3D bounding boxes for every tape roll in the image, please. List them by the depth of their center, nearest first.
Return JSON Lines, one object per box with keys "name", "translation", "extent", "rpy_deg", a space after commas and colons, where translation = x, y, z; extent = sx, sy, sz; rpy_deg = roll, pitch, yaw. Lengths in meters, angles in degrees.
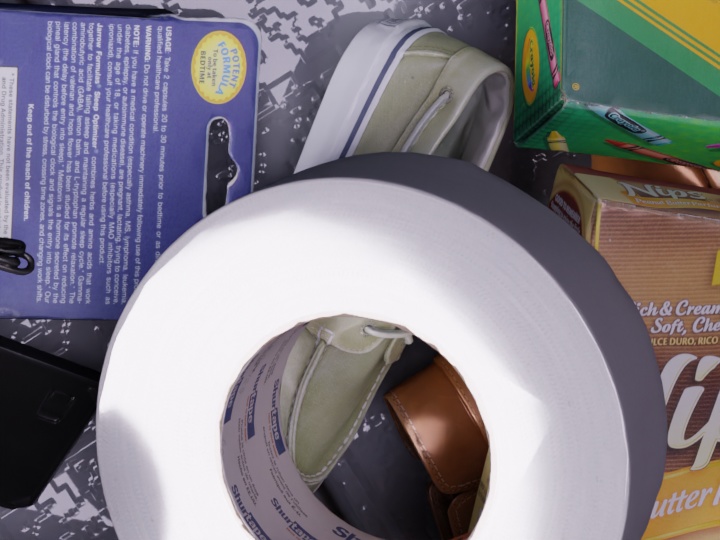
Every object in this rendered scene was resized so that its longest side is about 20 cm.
{"name": "tape roll", "translation": [0.007, 0.059, 1.042], "extent": [0.200, 0.066, 0.201], "rpy_deg": [4, 102, 17]}

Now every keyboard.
{"name": "keyboard", "translation": [-0.184, 0.017, 1.066], "extent": [0.200, 0.021, 0.127], "rpy_deg": [21, 122, -25]}

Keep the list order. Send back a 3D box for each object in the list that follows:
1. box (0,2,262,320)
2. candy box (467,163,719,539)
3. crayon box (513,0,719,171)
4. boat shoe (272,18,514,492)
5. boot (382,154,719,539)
{"name": "box", "translation": [-0.140, -0.042, 1.094], "extent": [0.200, 0.032, 0.121], "rpy_deg": [2, 98, -13]}
{"name": "candy box", "translation": [0.112, 0.068, 1.098], "extent": [0.115, 0.055, 0.200], "rpy_deg": [9, 106, -16]}
{"name": "crayon box", "translation": [0.124, -0.141, 1.096], "extent": [0.119, 0.058, 0.200], "rpy_deg": [6, 73, -15]}
{"name": "boat shoe", "translation": [0.000, 0.000, 1.108], "extent": [0.072, 0.062, 0.200], "rpy_deg": [15, 94, -50]}
{"name": "boot", "translation": [0.079, 0.020, 1.140], "extent": [0.155, 0.074, 0.200], "rpy_deg": [-21, 100, -6]}
